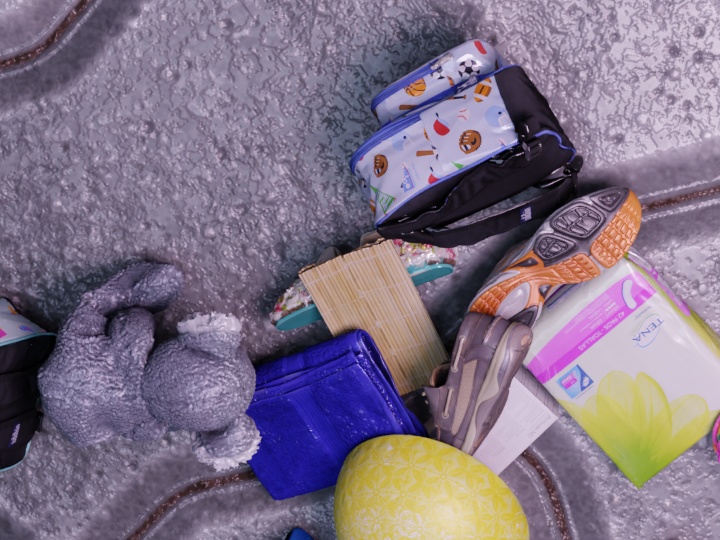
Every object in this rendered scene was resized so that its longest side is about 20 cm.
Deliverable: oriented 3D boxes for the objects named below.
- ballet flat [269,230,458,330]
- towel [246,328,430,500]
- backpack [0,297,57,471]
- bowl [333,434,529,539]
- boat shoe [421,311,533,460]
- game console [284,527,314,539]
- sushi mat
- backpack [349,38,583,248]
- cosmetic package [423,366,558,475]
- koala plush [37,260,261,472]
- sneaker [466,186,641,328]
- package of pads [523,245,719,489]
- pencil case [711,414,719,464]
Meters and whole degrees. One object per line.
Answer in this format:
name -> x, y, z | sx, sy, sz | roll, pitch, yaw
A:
ballet flat -> 0.000, 0.000, 1.722 | 0.198, 0.076, 0.065 | -19, 72, 9
towel -> -0.044, 0.150, 1.740 | 0.199, 0.050, 0.149 | -21, 108, 33
backpack -> -0.411, 0.117, 1.740 | 0.152, 0.200, 0.177 | 30, 111, 15
bowl -> 0.053, 0.265, 1.687 | 0.198, 0.108, 0.202 | 15, 135, 16
boat shoe -> 0.099, 0.112, 1.666 | 0.073, 0.074, 0.201 | 31, 128, 13
game console -> -0.061, 0.386, 1.768 | 0.118, 0.200, 0.171 | -41, 97, 17
sushi mat -> 0.019, 0.052, 1.708 | 0.095, 0.012, 0.201 | -18, 130, 12
backpack -> 0.084, -0.109, 1.606 | 0.189, 0.200, 0.155 | -33, 71, 11
cosmetic package -> 0.101, 0.177, 1.759 | 0.082, 0.051, 0.200 | 43, 108, -6
koala plush -> -0.182, 0.103, 1.679 | 0.198, 0.183, 0.180 | 9, 112, 33
sneaker -> 0.178, -0.017, 1.667 | 0.199, 0.092, 0.076 | -39, 104, 16
package of pads -> 0.261, 0.087, 1.697 | 0.154, 0.068, 0.200 | -40, 102, 17
pencil case -> 0.416, 0.197, 1.673 | 0.088, 0.089, 0.200 | -41, 117, 17
